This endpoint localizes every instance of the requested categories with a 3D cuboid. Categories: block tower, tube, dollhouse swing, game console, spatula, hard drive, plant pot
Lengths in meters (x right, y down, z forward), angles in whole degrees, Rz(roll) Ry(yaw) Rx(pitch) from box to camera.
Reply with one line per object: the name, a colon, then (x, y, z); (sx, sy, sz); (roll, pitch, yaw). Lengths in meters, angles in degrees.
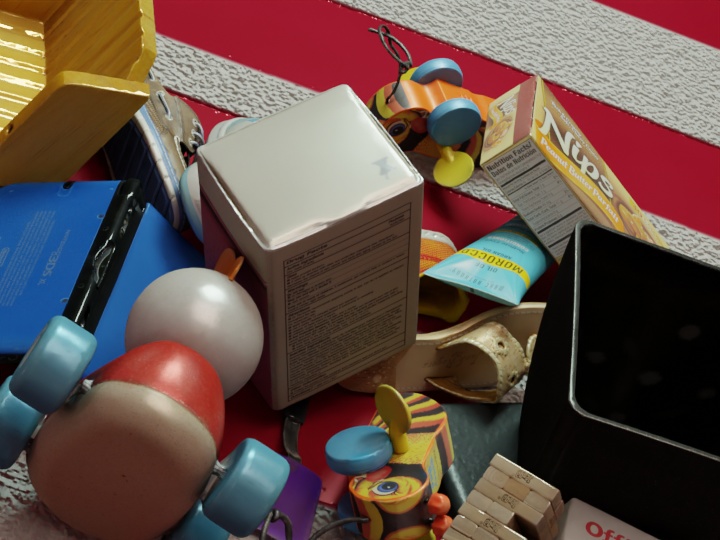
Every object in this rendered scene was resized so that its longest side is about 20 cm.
block tower: (0.063, 0.225, 1.515); (0.058, 0.054, 0.200); (29, 73, 24)
tube: (0.115, -0.005, 1.818); (0.077, 0.050, 0.200); (14, 17, 16)
dollhouse swing: (-0.285, -0.191, 1.760); (0.176, 0.182, 0.200); (28, 36, -32)
game console: (-0.206, 0.035, 1.674); (0.170, 0.118, 0.200); (-1, 38, 14)
spatula: (-0.050, 0.119, 1.669); (0.056, 0.021, 0.200); (29, 37, -17)
hard drive: (0.127, 0.184, 1.692); (0.139, 0.033, 0.200); (1, 48, -28)
plant pot: (0.208, 0.116, 1.645); (0.200, 0.178, 0.200); (20, 41, -11)

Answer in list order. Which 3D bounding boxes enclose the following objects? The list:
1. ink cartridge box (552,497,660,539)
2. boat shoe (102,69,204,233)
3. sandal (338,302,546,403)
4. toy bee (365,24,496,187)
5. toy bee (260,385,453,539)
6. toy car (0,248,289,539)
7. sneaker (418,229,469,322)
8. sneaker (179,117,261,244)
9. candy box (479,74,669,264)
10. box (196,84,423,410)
ink cartridge box: (0.169, 0.279, 1.547); (0.145, 0.088, 0.200); (28, 47, -8)
boat shoe: (-0.163, -0.107, 1.802); (0.072, 0.072, 0.200); (-3, 50, -33)
sandal: (0.083, 0.079, 1.738); (0.211, 0.078, 0.070); (-4, 37, -22)
toy bee: (0.046, -0.135, 1.941); (0.200, 0.109, 0.131); (39, 26, -26)
toy bee: (0.027, 0.161, 1.599); (0.109, 0.131, 0.200); (5, 51, 29)
toy car: (-0.130, 0.073, 1.535); (0.184, 0.177, 0.200); (33, 52, -8)
sneaker: (0.000, 0.000, 1.781); (0.200, 0.073, 0.077); (4, 45, -24)
sneaker: (-0.057, -0.085, 1.768); (0.200, 0.130, 0.080); (-69, 138, -66)
candy box: (0.180, -0.052, 1.867); (0.200, 0.055, 0.115); (50, 24, -19)
box: (-0.037, -0.014, 1.628); (0.128, 0.200, 0.109); (-25, 57, -18)
